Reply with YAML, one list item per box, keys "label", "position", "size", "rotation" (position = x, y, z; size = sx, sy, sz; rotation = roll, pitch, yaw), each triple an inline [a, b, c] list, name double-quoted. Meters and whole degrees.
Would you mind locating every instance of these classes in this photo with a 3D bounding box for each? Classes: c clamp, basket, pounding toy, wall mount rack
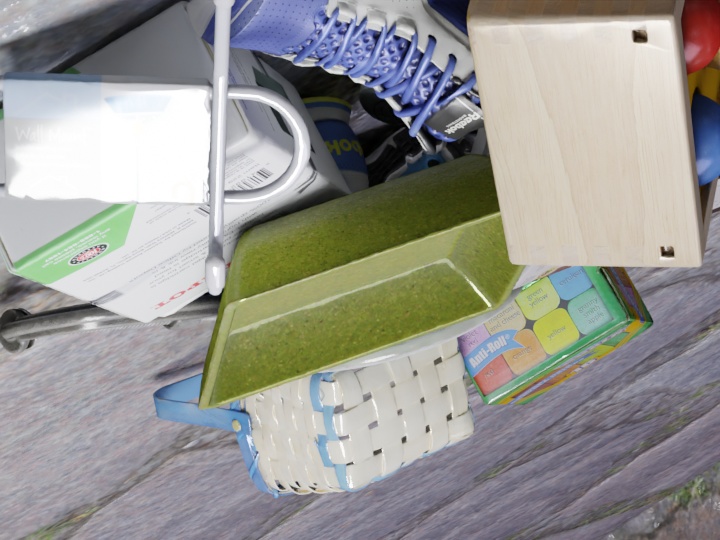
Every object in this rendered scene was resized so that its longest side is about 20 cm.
- label: "c clamp"
  position: [-0.142, 0.030, 1.633]
  size: [0.170, 0.027, 0.200]
  rotation: [-7, 179, 42]
- label: "basket"
  position: [-0.026, 0.080, 1.902]
  size: [0.176, 0.140, 0.200]
  rotation: [-24, -164, -37]
- label: "pounding toy"
  position: [0.148, -0.136, 1.345]
  size: [0.142, 0.200, 0.185]
  rotation: [1, 132, 16]
- label: "wall mount rack"
  position: [-0.121, -0.073, 1.254]
  size: [0.199, 0.075, 0.174]
  rotation: [1, 120, -3]

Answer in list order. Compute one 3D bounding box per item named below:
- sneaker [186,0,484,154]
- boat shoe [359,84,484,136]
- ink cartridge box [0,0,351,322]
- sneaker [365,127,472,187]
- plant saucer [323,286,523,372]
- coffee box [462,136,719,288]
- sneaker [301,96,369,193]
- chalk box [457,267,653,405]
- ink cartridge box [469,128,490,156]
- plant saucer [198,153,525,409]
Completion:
- label: "sneaker"
  position: [0.018, -0.120, 1.355]
  size: [0.199, 0.115, 0.081]
  rotation: [-10, 156, -49]
- label: "boat shoe"
  position: [0.066, -0.113, 1.579]
  size: [0.074, 0.065, 0.202]
  rotation: [7, -178, 34]
- label: "ink cartridge box"
  position: [-0.105, -0.052, 1.422]
  size: [0.146, 0.084, 0.200]
  rotation: [-30, 165, 8]
- label: "sneaker"
  position: [-0.017, -0.028, 1.676]
  size: [0.199, 0.079, 0.090]
  rotation: [-17, 165, -33]
- label: "plant saucer"
  position: [0.009, 0.006, 1.784]
  size: [0.199, 0.050, 0.200]
  rotation: [-15, -162, 5]
- label: "coffee box"
  position: [0.164, -0.078, 1.756]
  size: [0.199, 0.113, 0.080]
  rotation: [-19, 163, -27]
- label: "sneaker"
  position: [-0.083, -0.025, 1.553]
  size: [0.200, 0.082, 0.074]
  rotation: [-28, 167, 13]
- label: "chalk box"
  position: [0.122, 0.017, 1.926]
  size: [0.124, 0.124, 0.200]
  rotation: [-31, 172, 11]
- label: "ink cartridge box"
  position: [0.150, -0.117, 1.576]
  size: [0.200, 0.050, 0.162]
  rotation: [-3, 114, -54]
- label: "plant saucer"
  position: [0.000, 0.000, 1.503]
  size: [0.199, 0.048, 0.200]
  rotation: [-19, 164, -14]
